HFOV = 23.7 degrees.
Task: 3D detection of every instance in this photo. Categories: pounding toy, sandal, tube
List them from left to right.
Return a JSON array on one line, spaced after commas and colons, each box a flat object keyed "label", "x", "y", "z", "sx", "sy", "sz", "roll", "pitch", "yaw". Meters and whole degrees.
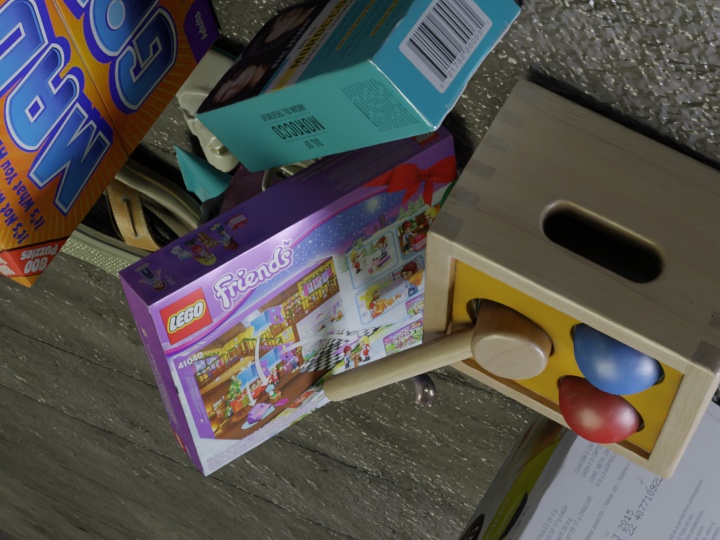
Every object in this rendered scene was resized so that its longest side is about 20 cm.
[{"label": "sandal", "x": -0.174, "y": -0.052, "z": 1.290, "sx": 0.200, "sy": 0.054, "sz": 0.080, "roll": 38, "pitch": 169, "yaw": -7}, {"label": "tube", "x": -0.050, "y": -0.018, "z": 1.207, "sx": 0.200, "sy": 0.050, "sz": 0.078, "roll": 36, "pitch": 159, "yaw": 15}, {"label": "pounding toy", "x": 0.095, "y": 0.021, "z": 0.907, "sx": 0.199, "sy": 0.143, "sz": 0.184, "roll": 27, "pitch": 158, "yaw": 13}]

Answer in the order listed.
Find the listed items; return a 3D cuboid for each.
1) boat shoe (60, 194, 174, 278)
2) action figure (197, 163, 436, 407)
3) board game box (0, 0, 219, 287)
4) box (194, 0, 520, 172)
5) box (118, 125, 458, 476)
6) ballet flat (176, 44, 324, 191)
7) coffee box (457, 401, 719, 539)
[{"label": "boat shoe", "x": -0.187, "y": -0.030, "z": 1.368, "sx": 0.199, "sy": 0.063, "sz": 0.074, "roll": 26, "pitch": 159, "yaw": -22}, {"label": "action figure", "x": 0.000, "y": 0.000, "z": 1.123, "sx": 0.199, "sy": 0.150, "sz": 0.134, "roll": 4, "pitch": 161, "yaw": 20}, {"label": "board game box", "x": -0.231, "y": -0.154, "z": 0.955, "sx": 0.199, "sy": 0.200, "sz": 0.200, "roll": 25, "pitch": 158, "yaw": 22}, {"label": "box", "x": -0.007, "y": -0.105, "z": 0.886, "sx": 0.049, "sy": 0.082, "sz": 0.200, "roll": 44, "pitch": 158, "yaw": -20}, {"label": "box", "x": -0.028, "y": 0.012, "z": 0.972, "sx": 0.039, "sy": 0.199, "sz": 0.137, "roll": 42, "pitch": 154, "yaw": 42}, {"label": "ballet flat", "x": -0.054, "y": -0.079, "z": 1.042, "sx": 0.199, "sy": 0.070, "sz": 0.070, "roll": 28, "pitch": 159, "yaw": 18}, {"label": "coffee box", "x": 0.174, "y": 0.202, "z": 1.116, "sx": 0.199, "sy": 0.200, "sz": 0.198, "roll": 35, "pitch": 160, "yaw": -1}]
